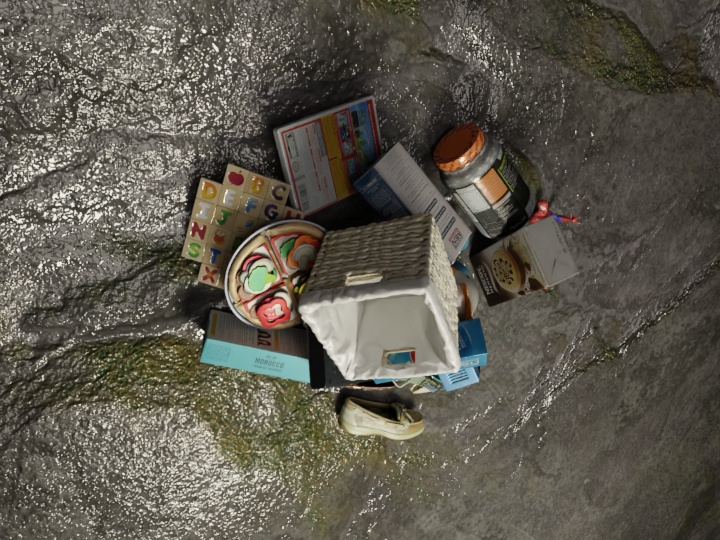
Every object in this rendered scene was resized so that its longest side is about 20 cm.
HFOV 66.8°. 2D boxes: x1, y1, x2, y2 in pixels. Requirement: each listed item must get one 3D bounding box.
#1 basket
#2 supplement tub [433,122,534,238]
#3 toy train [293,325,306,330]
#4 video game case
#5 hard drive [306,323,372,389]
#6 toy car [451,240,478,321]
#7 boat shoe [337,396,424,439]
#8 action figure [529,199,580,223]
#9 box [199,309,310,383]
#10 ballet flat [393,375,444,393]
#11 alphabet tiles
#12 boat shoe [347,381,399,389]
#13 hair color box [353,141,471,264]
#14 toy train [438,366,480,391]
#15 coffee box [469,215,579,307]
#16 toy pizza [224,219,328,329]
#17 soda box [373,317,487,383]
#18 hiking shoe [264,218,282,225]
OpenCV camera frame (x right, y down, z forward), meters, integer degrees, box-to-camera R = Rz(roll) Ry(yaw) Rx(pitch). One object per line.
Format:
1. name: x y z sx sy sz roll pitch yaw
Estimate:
1. basket: 0.040 0.043 0.829 0.195 0.163 0.201 -9 136 20
2. supplement tub: 0.226 -0.164 1.003 0.123 0.122 0.200 -48 123 -3
3. toy train: -0.139 0.071 0.956 0.046 0.034 0.202 -39 122 -21
4. video game case: -0.042 -0.187 0.887 0.198 0.017 0.145 -30 121 -32
5. hard drive: -0.025 0.122 0.935 0.199 0.032 0.143 13 70 -62
6. toy car: 0.151 0.020 0.987 0.181 0.200 0.180 -17 116 -21
7. boat shoe: 0.051 0.296 1.117 0.197 0.073 0.064 12 108 -23
8. action figure: 0.413 -0.053 1.160 0.064 0.099 0.203 -25 116 -17
9. box: -0.161 0.128 0.909 0.197 0.083 0.050 15 116 -18
10. ballet flat: 0.103 0.201 1.051 0.199 0.074 0.075 33 92 -42
11. alphabet tiles: -0.184 -0.056 0.851 0.164 0.006 0.203 18 111 -10
12. boat shoe: -0.013 0.187 1.042 0.197 0.070 0.072 8 111 -28
13. hair color box: 0.089 -0.102 0.903 0.201 0.060 0.100 49 46 -9
14. toy train: 0.183 0.138 1.058 0.085 0.200 0.116 -20 104 19
15. coffee box: 0.303 -0.011 1.040 0.079 0.200 0.115 -20 82 -21
16. toy pizza: -0.116 0.015 0.867 0.197 0.032 0.203 -14 125 -21
17. soda box: 0.112 0.139 0.929 0.196 0.065 0.068 -12 153 6
18. hiking shoe: -0.092 -0.022 0.918 0.198 0.076 0.102 28 91 -33
